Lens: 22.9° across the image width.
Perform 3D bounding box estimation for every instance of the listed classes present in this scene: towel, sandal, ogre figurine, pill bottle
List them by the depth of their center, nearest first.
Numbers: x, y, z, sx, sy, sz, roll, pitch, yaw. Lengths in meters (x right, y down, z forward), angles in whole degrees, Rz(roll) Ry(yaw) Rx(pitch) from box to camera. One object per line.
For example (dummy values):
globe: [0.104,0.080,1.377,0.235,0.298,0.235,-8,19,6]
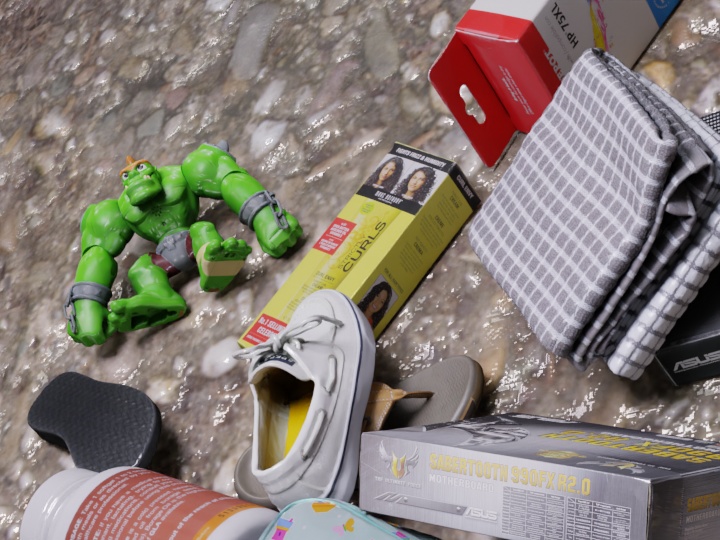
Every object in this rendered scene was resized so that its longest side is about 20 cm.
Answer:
towel: [0.156,-0.041,1.154,0.166,0.085,0.200,-57,24,14]
pill bottle: [-0.135,0.194,1.190,0.199,0.112,0.113,11,60,42]
sandal: [-0.008,0.108,1.219,0.199,0.055,0.082,-20,43,22]
sandal: [-0.193,0.123,1.360,0.075,0.048,0.200,-49,28,-11]
ogre figurine: [-0.156,-0.027,1.434,0.200,0.098,0.120,-38,55,24]

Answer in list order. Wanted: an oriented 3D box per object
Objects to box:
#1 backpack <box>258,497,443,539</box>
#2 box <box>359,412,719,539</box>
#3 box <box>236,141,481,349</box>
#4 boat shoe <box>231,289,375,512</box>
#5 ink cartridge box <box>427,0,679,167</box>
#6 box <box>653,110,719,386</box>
backpack: [0.018,0.217,1.043,0.167,0.127,0.200,-52,38,-11]
box: [0.122,0.122,1.034,0.199,0.158,0.049,5,93,40]
box: [0.000,0.000,1.318,0.075,0.050,0.200,24,70,45]
boat shoe: [-0.046,0.071,1.174,0.074,0.086,0.203,-25,36,27]
ink cartridge box: [0.147,-0.179,1.324,0.067,0.116,0.201,18,66,45]
box: [0.281,-0.036,1.143,0.199,0.048,0.194,-17,42,26]
